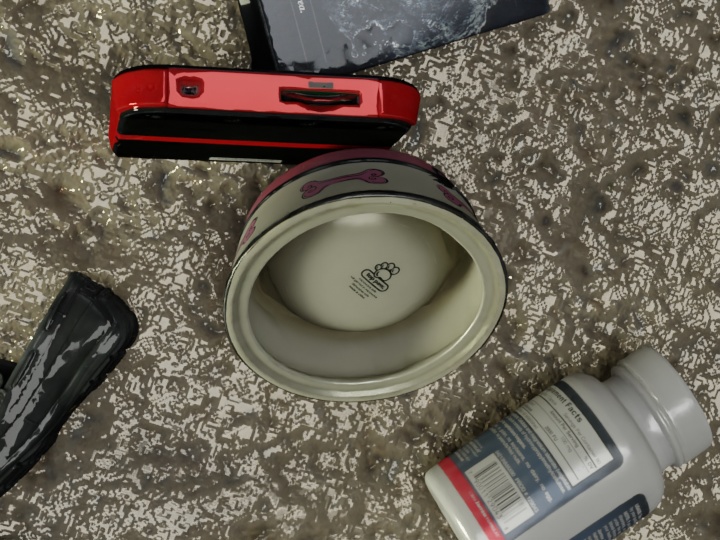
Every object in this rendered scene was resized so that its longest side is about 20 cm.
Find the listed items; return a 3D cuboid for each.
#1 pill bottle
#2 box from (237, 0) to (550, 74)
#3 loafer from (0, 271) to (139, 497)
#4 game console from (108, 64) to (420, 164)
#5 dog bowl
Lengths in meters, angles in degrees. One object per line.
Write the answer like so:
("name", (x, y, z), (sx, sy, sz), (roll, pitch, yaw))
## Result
("pill bottle", (0.159, 0.150, 1.056), (0.199, 0.120, 0.121), (-33, 104, -4))
("box", (0.003, -0.246, 0.961), (0.197, 0.117, 0.200), (-18, 102, -9))
("loafer", (-0.240, 0.091, 0.997), (0.070, 0.068, 0.201), (40, 92, 4))
("game console", (-0.069, -0.100, 0.942), (0.197, 0.177, 0.032), (2, 84, -11))
("dog bowl", (0.000, 0.000, 0.982), (0.197, 0.074, 0.202), (-4, 134, -4))
